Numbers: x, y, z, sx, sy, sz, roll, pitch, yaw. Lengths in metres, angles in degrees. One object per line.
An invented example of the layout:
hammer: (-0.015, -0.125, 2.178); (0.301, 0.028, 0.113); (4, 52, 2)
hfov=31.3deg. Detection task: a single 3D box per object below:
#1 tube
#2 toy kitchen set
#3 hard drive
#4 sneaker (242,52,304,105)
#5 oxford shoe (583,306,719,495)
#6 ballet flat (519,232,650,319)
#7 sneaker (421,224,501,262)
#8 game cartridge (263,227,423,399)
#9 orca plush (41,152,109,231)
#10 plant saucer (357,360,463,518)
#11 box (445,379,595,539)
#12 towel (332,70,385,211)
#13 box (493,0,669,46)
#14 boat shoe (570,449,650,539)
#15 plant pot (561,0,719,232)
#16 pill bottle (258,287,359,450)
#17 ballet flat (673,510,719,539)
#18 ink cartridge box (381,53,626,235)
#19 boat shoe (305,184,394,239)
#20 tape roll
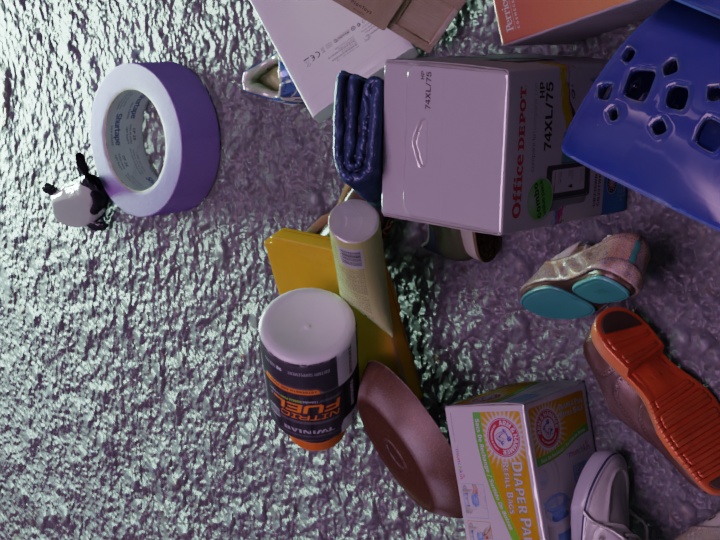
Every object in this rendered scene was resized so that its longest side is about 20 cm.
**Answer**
tube: (0.000, 0.000, 1.314); (0.200, 0.052, 0.058); (82, 180, -59)
toy kitchen set: (0.042, -0.374, 1.330); (0.200, 0.181, 0.163); (30, 132, -9)
hard drive: (-0.036, -0.276, 1.402); (0.132, 0.027, 0.200); (-33, 65, 12)
sneaker: (-0.049, -0.217, 1.448); (0.200, 0.077, 0.076); (-5, 93, 42)
oxford shoe: (0.282, 0.130, 1.213); (0.200, 0.071, 0.073); (59, 153, 22)
ballet flat: (0.219, 0.003, 1.229); (0.067, 0.068, 0.200); (-63, 15, -16)
sneaker: (0.088, -0.106, 1.341); (0.090, 0.067, 0.201); (0, 102, 39)
game cartridge: (-0.020, 0.051, 1.460); (0.176, 0.032, 0.200); (13, 127, 42)
orca plush: (-0.387, -0.122, 1.801); (0.105, 0.071, 0.200); (28, 156, 2)
plant saucer: (0.051, 0.191, 1.389); (0.200, 0.037, 0.200); (52, 163, 23)
box: (0.171, 0.219, 1.297); (0.101, 0.112, 0.200); (-8, 92, 44)
towel: (0.015, -0.121, 1.260); (0.048, 0.200, 0.112); (3, 85, 13)
box: (0.218, -0.299, 1.146); (0.200, 0.106, 0.153); (-13, 89, 45)
boat shoe: (0.246, 0.273, 1.227); (0.086, 0.075, 0.202); (-2, 68, 44)
plant pot: (0.312, -0.136, 1.030); (0.200, 0.200, 0.180); (33, 113, 35)
pill bottle: (-0.053, 0.119, 1.429); (0.106, 0.106, 0.200); (42, 153, 31)
ballet flat: (0.362, 0.238, 1.161); (0.200, 0.067, 0.062); (-13, 62, 42)
ink cartridge box: (0.137, -0.123, 1.195); (0.146, 0.200, 0.147); (13, 108, 42)
boat shoe: (0.005, -0.055, 1.434); (0.200, 0.070, 0.070); (-49, 58, 48)
tape roll: (-0.272, -0.173, 1.686); (0.200, 0.066, 0.200); (12, 107, 44)
